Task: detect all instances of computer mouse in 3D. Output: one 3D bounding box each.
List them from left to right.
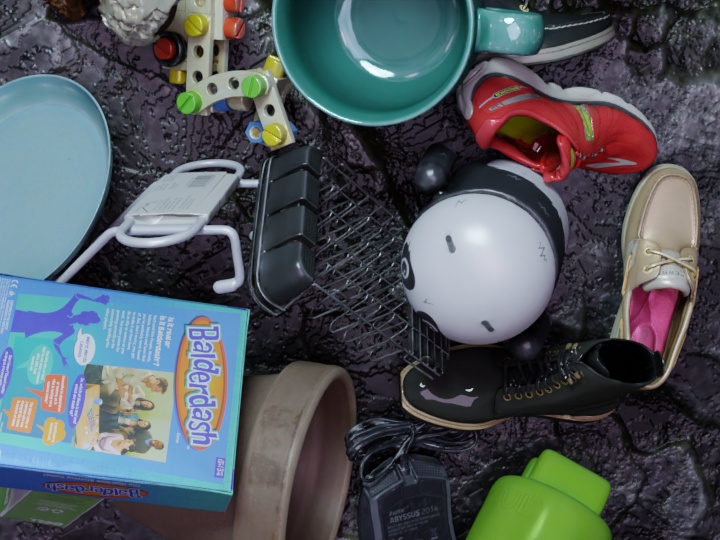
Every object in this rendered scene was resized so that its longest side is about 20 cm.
[{"bbox_3d":[0.044,0.221,1.032,0.138,0.053,0.201,-5,98,-24],"label":"computer mouse"}]

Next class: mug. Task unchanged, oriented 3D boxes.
[{"bbox_3d":[0.032,-0.183,0.882,0.185,0.114,0.152,39,109,1],"label":"mug"}]

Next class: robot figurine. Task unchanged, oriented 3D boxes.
[{"bbox_3d":[0.100,-0.018,0.923,0.150,0.200,0.125,23,113,6],"label":"robot figurine"},{"bbox_3d":[0.143,0.260,0.994,0.115,0.176,0.201,30,70,2],"label":"robot figurine"}]

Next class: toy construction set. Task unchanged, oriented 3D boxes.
[{"bbox_3d":[-0.100,-0.204,0.943,0.130,0.092,0.201,10,91,21],"label":"toy construction set"}]

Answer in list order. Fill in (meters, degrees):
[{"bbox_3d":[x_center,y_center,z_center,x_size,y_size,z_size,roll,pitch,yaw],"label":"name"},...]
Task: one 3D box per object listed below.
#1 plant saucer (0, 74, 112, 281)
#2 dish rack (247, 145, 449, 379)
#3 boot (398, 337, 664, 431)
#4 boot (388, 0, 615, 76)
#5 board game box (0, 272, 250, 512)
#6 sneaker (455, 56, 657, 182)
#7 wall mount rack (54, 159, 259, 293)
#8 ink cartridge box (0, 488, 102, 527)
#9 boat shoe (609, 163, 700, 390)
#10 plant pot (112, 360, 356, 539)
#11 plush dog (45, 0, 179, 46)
[{"bbox_3d":[-0.280,-0.065,0.940,0.199,0.027,0.201,-9,67,22],"label":"plant saucer"},{"bbox_3d":[0.000,0.000,0.939,0.054,0.154,0.200,-27,132,32],"label":"dish rack"},{"bbox_3d":[0.140,0.084,0.960,0.199,0.138,0.078,-3,74,-11],"label":"boot"},{"bbox_3d":[0.106,-0.245,0.950,0.202,0.074,0.155,-7,104,3],"label":"boot"},{"bbox_3d":[-0.188,0.089,0.849,0.199,0.045,0.153,9,58,-10],"label":"board game box"},{"bbox_3d":[0.165,-0.104,0.948,0.199,0.085,0.077,12,137,-26],"label":"sneaker"},{"bbox_3d":[-0.165,-0.028,0.928,0.173,0.200,0.075,-1,112,10],"label":"wall mount rack"},{"bbox_3d":[-0.248,0.146,0.946,0.059,0.200,0.104,18,55,-28],"label":"ink cartridge box"},{"bbox_3d":[0.265,0.009,1.002,0.073,0.069,0.201,5,99,-3],"label":"boat shoe"},{"bbox_3d":[-0.112,0.164,0.963,0.174,0.200,0.202,10,99,13],"label":"plant pot"},{"bbox_3d":[-0.224,-0.285,0.889,0.160,0.171,0.201,6,97,-34],"label":"plush dog"}]
